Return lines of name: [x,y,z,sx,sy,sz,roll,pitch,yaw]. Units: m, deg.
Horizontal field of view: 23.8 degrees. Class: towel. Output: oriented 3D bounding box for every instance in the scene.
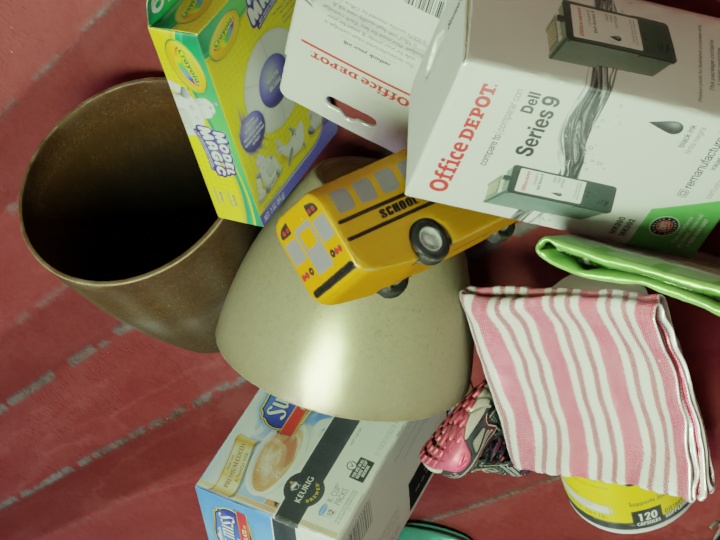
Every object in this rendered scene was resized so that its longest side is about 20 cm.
towel: [0.207,0.006,1.113,0.148,0.200,0.031,16,98,23]
towel: [0.151,0.082,1.179,0.199,0.030,0.147,2,115,52]

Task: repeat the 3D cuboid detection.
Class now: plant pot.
plant pot: [-0.148,-0.020,1.376,0.186,0.188,0.200,14,155,26]

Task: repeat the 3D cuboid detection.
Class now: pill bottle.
pill bottle: [0.191,0.097,1.279,0.111,0.112,0.201,10,140,30]

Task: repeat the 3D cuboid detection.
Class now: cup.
cup: [0.000,0.000,1.274,0.199,0.200,0.144,20,116,18]

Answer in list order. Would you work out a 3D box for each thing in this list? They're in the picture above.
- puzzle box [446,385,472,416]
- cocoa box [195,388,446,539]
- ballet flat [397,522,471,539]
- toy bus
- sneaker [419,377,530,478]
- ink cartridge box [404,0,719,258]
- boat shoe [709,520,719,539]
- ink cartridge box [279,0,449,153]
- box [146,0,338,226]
puzzle box: [-0.002,0.071,1.482,0.199,0.025,0.134,7,137,33]
cocoa box: [-0.027,0.161,1.411,0.130,0.201,0.134,19,143,20]
ballet flat: [0.020,0.284,1.684,0.199,0.071,0.068,6,137,34]
toy bus: [0.045,-0.041,1.132,0.079,0.199,0.065,59,143,7]
sneaker: [0.110,0.127,1.331,0.075,0.200,0.081,45,109,13]
ink cartridge box: [0.138,-0.095,1.056,0.198,0.085,0.146,11,147,-8]
boat shoe: [0.307,0.237,1.392,0.061,0.075,0.201,19,142,17]
ink cartridge box: [0.021,-0.175,1.123,0.115,0.068,0.201,28,145,6]
box: [-0.081,-0.144,1.199,0.048,0.118,0.201,12,140,31]
